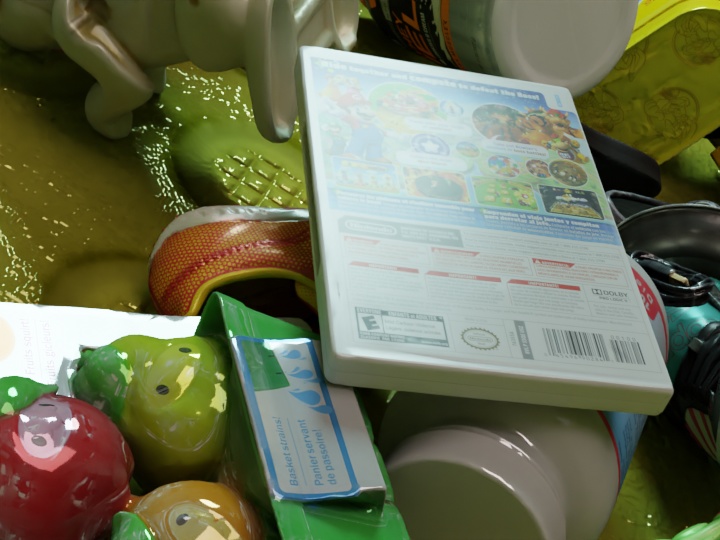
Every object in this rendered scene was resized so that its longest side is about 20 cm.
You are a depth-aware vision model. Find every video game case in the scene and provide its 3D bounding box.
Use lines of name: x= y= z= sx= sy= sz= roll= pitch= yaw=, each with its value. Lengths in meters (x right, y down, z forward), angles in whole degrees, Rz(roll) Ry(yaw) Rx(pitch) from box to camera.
video game case: x=0.046 y=-0.024 z=0.579 sx=0.141 sy=0.018 sz=0.201 roll=7 pitch=43 yaw=-14

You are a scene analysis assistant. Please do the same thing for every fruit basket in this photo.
fruit basket: x=-0.084 y=0.075 z=0.480 sx=0.198 sy=0.094 sz=0.186 roll=11 pitch=40 yaw=-30

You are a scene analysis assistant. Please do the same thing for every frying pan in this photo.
frying pan: x=0.207 y=0.034 z=0.802 sx=0.114 sy=0.191 sz=0.031 roll=-4 pitch=44 yaw=24

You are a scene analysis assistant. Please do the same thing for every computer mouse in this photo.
computer mouse: x=0.116 y=-0.020 z=0.733 sx=0.058 sy=0.035 sz=0.199 roll=-7 pitch=19 yaw=-37

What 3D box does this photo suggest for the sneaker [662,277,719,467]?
sneaker: x=0.187 y=0.048 z=0.699 sx=0.121 sy=0.084 sz=0.200 roll=46 pitch=-2 yaw=27

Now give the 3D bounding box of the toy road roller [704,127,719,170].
toy road roller: x=0.333 y=-0.095 z=0.960 sx=0.122 sy=0.145 sz=0.202 roll=31 pitch=31 yaw=-46

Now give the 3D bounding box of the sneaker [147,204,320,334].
sneaker: x=0.000 y=0.000 z=0.629 sx=0.198 sy=0.073 sz=0.078 roll=-16 pitch=49 yaw=-9

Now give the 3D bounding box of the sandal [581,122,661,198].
sandal: x=0.115 y=-0.067 z=0.845 sx=0.198 sy=0.075 sz=0.049 roll=14 pitch=64 yaw=-27

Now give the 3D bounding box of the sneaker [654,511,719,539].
sneaker: x=0.171 y=0.159 z=0.611 sx=0.198 sy=0.077 sz=0.084 roll=-14 pitch=61 yaw=-32

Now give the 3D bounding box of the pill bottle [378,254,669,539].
pill bottle: x=0.073 y=0.068 z=0.603 sx=0.108 sy=0.109 sz=0.200 roll=35 pitch=33 yaw=4

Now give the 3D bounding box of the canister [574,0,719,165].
canister: x=0.206 y=-0.167 z=0.965 sx=0.087 sy=0.148 sz=0.201 roll=46 pitch=25 yaw=-21

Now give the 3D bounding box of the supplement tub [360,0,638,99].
supplement tub: x=0.080 y=-0.192 z=0.878 sx=0.121 sy=0.124 sz=0.200 roll=7 pitch=18 yaw=-33

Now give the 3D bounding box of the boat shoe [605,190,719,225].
boat shoe: x=0.219 y=-0.012 z=0.857 sx=0.198 sy=0.068 sz=0.072 roll=13 pitch=39 yaw=-29

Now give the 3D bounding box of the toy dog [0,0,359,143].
toy dog: x=-0.121 y=-0.160 z=0.676 sx=0.197 sy=0.195 sz=0.140 roll=5 pitch=45 yaw=18
